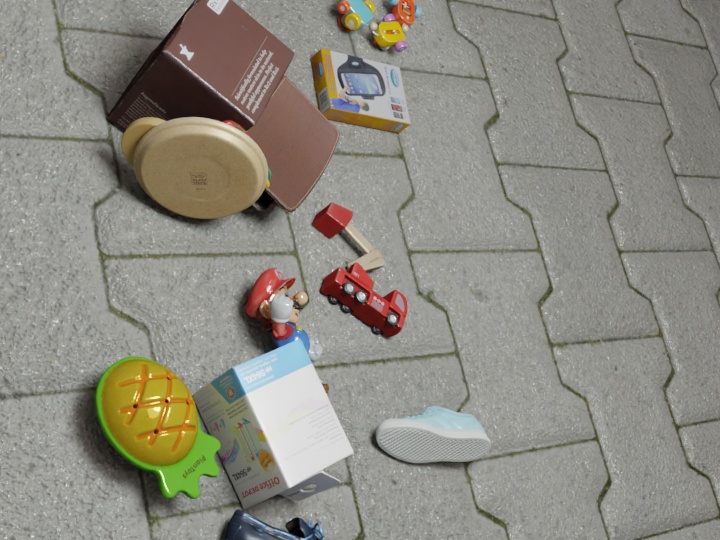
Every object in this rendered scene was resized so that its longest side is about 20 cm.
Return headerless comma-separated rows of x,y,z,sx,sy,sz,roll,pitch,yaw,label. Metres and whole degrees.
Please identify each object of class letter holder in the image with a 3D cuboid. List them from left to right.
-0.136,-0.177,1.702,0.142,0.100,0.201,42,49,-16,letter holder

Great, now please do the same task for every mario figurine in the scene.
-0.091,0.088,1.592,0.105,0.123,0.202,-19,83,-32,mario figurine

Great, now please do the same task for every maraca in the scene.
-0.260,0.202,1.408,0.201,0.107,0.137,52,47,-5,maraca

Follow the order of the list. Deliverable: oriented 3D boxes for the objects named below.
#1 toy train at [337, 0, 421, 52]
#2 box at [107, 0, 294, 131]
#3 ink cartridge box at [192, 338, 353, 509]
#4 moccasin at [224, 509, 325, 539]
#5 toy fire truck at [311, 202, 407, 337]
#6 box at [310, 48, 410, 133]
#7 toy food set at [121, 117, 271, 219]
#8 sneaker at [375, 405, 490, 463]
0.025,-0.474,2.009,0.198,0.055,0.152,17,58,-35,toy train
-0.235,-0.270,1.601,0.164,0.199,0.167,38,51,-17,box
-0.115,0.222,1.497,0.124,0.128,0.202,-20,80,-42,ink cartridge box
-0.087,0.367,1.477,0.198,0.080,0.069,20,69,-31,moccasin
0.000,0.000,1.752,0.199,0.049,0.142,35,51,-20,toy fire truck
0.011,-0.314,1.924,0.198,0.041,0.121,4,66,-34,box
-0.228,-0.145,1.547,0.199,0.197,0.049,66,18,-46,toy food set
0.105,0.250,1.710,0.198,0.074,0.082,13,31,-27,sneaker
